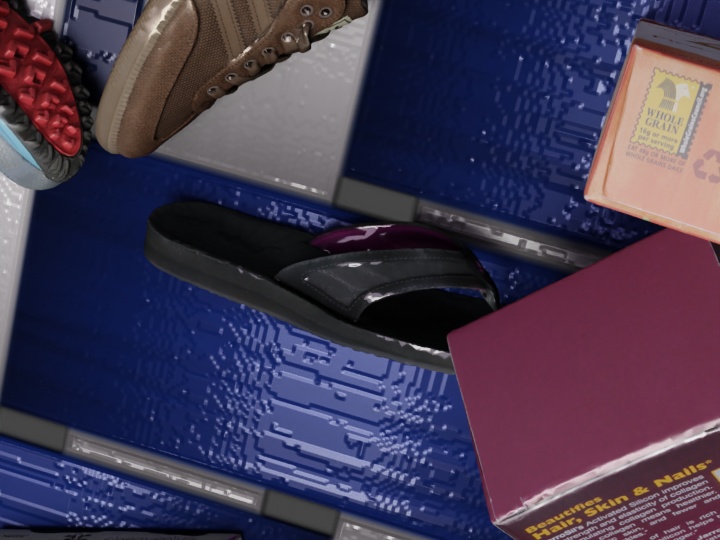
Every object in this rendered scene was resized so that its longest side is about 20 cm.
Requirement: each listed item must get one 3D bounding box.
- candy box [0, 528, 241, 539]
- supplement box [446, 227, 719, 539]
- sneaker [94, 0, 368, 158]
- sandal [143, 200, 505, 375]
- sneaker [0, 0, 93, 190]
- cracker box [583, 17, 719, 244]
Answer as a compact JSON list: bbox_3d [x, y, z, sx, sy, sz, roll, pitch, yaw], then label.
[{"bbox_3d":[-0.122,0.235,0.793,0.136,0.061,0.200,-1,105,12],"label":"candy box"},{"bbox_3d":[0.132,0.076,0.621,0.110,0.086,0.200,-26,143,17],"label":"supplement box"},{"bbox_3d":[-0.040,-0.116,0.667,0.076,0.070,0.200,36,111,-1],"label":"sneaker"},{"bbox_3d":[-0.001,0.000,0.689,0.200,0.075,0.048,18,113,7],"label":"sandal"},{"bbox_3d":[-0.210,-0.100,0.715,0.200,0.079,0.096,43,120,6],"label":"sneaker"},{"bbox_3d":[0.158,-0.046,0.575,0.134,0.200,0.058,18,104,6],"label":"cracker box"}]
